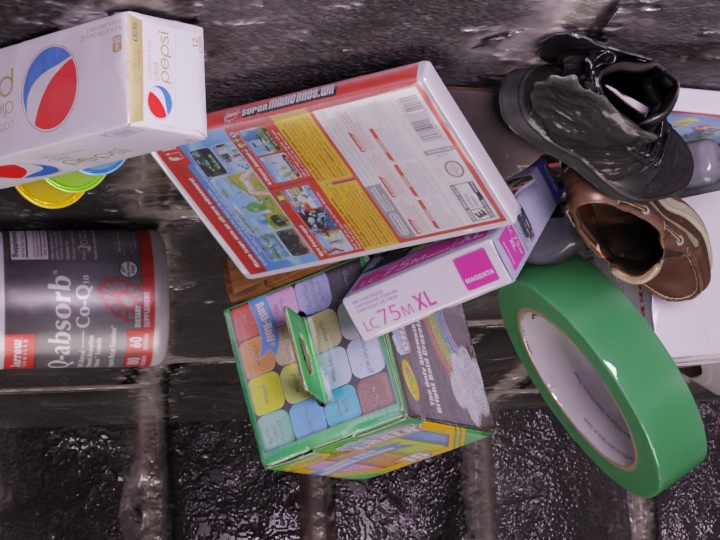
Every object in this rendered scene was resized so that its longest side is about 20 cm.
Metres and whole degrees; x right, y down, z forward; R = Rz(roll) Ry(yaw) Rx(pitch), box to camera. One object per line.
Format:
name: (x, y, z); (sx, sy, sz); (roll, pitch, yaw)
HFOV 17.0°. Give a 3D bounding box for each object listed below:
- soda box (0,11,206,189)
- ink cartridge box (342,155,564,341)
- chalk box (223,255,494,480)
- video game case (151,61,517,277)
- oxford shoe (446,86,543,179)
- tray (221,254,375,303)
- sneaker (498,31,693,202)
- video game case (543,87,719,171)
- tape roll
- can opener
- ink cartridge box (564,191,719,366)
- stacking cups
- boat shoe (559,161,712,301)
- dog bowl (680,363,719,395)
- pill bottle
soda box: (-0.180, -0.097, 1.416); (0.199, 0.068, 0.064); (-10, 168, 41)
ink cartridge box: (0.070, -0.023, 1.673); (0.119, 0.042, 0.200); (-22, -168, 24)
chalk box: (-0.010, 0.071, 1.729); (0.123, 0.125, 0.200); (-21, 162, 24)
video game case: (-0.017, -0.061, 1.544); (0.199, 0.017, 0.143); (-12, 137, 24)
oxford shoe: (0.033, -0.090, 1.595); (0.199, 0.072, 0.071); (-6, -162, 22)
tray: (0.000, 0.000, 1.784); (0.098, 0.037, 0.200); (-24, 163, 33)
sneaker: (0.166, -0.095, 1.511); (0.199, 0.060, 0.104); (23, 160, -36)
video game case: (0.190, -0.096, 1.691); (0.142, 0.018, 0.200); (3, 169, -28)
tape roll: (0.181, 0.077, 1.827); (0.048, 0.201, 0.200); (-34, 177, -12)
can opener: (0.189, -0.045, 1.738); (0.053, 0.067, 0.200); (5, 169, -42)
ink cartridge box: (0.231, 0.006, 1.881); (0.082, 0.146, 0.200); (-4, 177, -12)
stacking cups: (-0.164, -0.094, 1.513); (0.060, 0.061, 0.200); (2, 165, -26)
boat shoe: (0.186, -0.021, 1.658); (0.074, 0.075, 0.202); (-14, 145, 27)
dog bowl: (0.336, 0.022, 1.999); (0.059, 0.200, 0.200); (43, 166, -2)
pill bottle: (-0.263, 0.024, 2.005); (0.199, 0.116, 0.116); (-1, 171, -11)
